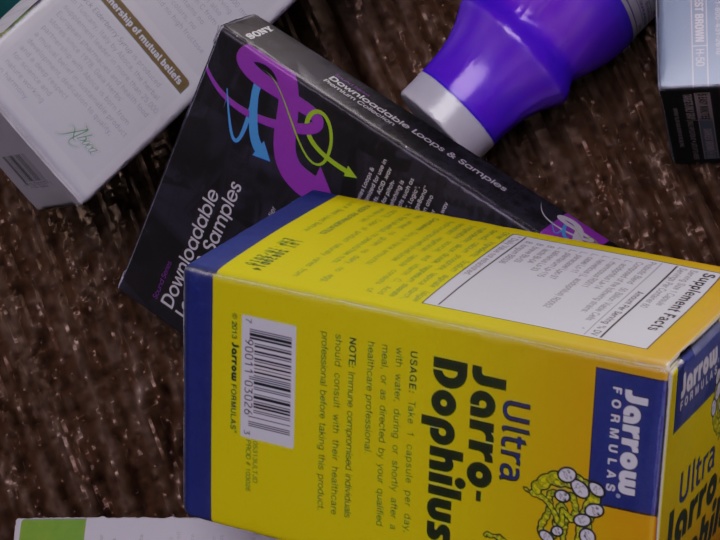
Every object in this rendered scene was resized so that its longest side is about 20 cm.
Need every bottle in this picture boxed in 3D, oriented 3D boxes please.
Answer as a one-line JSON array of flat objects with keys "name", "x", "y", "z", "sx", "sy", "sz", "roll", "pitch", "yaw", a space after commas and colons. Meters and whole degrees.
[{"name": "bottle", "x": 0.103, "y": -0.134, "z": 1.001, "sx": 0.200, "sy": 0.084, "sz": 0.065, "roll": -46, "pitch": 70, "yaw": -2}]

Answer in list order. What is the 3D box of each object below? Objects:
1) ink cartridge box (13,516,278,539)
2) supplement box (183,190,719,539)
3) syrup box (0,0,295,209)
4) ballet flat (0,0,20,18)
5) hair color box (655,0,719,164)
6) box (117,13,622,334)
[{"name": "ink cartridge box", "x": -0.057, "y": 0.180, "z": 0.956, "sx": 0.199, "sy": 0.076, "sz": 0.148, "roll": -3, "pitch": 74, "yaw": 30}, {"name": "supplement box", "x": 0.042, "y": 0.050, "z": 0.870, "sx": 0.199, "sy": 0.109, "sz": 0.110, "roll": 12, "pitch": 113, "yaw": 25}, {"name": "syrup box", "x": -0.090, "y": -0.123, "z": 1.005, "sx": 0.200, "sy": 0.079, "sz": 0.082, "roll": -45, "pitch": 106, "yaw": -17}, {"name": "ballet flat", "x": -0.194, "y": -0.158, "z": 1.082, "sx": 0.199, "sy": 0.069, "sz": 0.063, "roll": 13, "pitch": 63, "yaw": 14}, {"name": "hair color box", "x": 0.230, "y": -0.092, "z": 0.953, "sx": 0.199, "sy": 0.099, "sz": 0.061, "roll": -3, "pitch": 74, "yaw": 11}, {"name": "box", "x": 0.000, "y": 0.000, "z": 0.962, "sx": 0.200, "sy": 0.036, "sz": 0.143, "roll": 34, "pitch": 120, "yaw": 14}]
